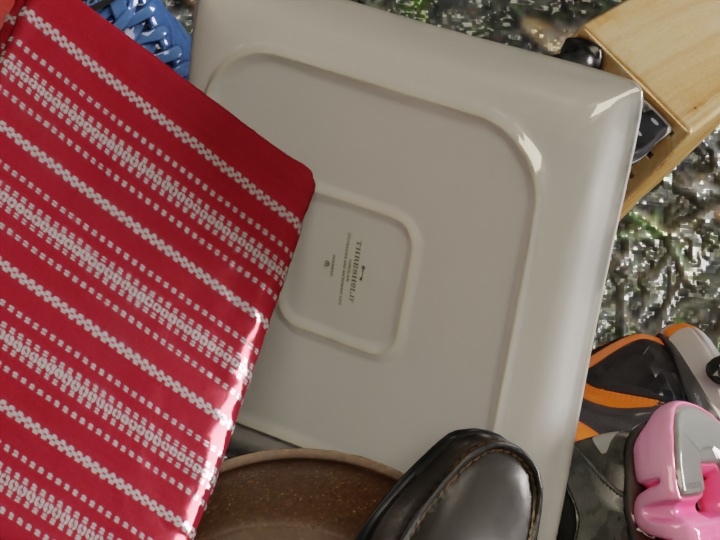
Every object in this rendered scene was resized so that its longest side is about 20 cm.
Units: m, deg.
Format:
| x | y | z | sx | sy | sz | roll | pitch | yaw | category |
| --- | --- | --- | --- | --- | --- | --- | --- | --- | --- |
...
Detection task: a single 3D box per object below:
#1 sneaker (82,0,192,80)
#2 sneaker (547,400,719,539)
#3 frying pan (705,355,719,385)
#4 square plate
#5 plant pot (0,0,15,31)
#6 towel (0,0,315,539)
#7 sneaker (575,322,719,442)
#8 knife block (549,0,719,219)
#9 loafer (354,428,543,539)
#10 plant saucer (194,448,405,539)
| x | y | z | sx | sy | sz | roll | pitch | yaw | category |
| --- | --- | --- | --- | --- | --- | --- | --- | --- | --- |
| -0.105 | -0.097 | 1.019 | 0.077 | 0.111 | 0.200 | -37 | 82 | -17 | sneaker |
| 0.108 | 0.155 | 0.952 | 0.095 | 0.079 | 0.201 | -11 | 81 | 30 | sneaker |
| 0.238 | 0.056 | 1.053 | 0.189 | 0.031 | 0.115 | -26 | 83 | -27 | frying pan |
| 0.000 | 0.000 | 0.953 | 0.197 | 0.028 | 0.201 | 19 | 109 | 26 | square plate |
| -0.197 | -0.008 | 0.937 | 0.199 | 0.201 | 0.184 | 2 | 67 | -8 | plant pot |
| -0.096 | 0.009 | 0.862 | 0.144 | 0.022 | 0.201 | 36 | 57 | -28 | towel |
| 0.124 | 0.128 | 1.017 | 0.111 | 0.078 | 0.201 | -19 | 67 | -10 | sneaker |
| 0.109 | -0.070 | 1.011 | 0.200 | 0.176 | 0.064 | -42 | 85 | -18 | knife block |
| 0.021 | 0.149 | 0.873 | 0.073 | 0.072 | 0.201 | 28 | 74 | -19 | loafer |
| -0.026 | 0.168 | 0.912 | 0.199 | 0.037 | 0.202 | 3 | 81 | -23 | plant saucer |
